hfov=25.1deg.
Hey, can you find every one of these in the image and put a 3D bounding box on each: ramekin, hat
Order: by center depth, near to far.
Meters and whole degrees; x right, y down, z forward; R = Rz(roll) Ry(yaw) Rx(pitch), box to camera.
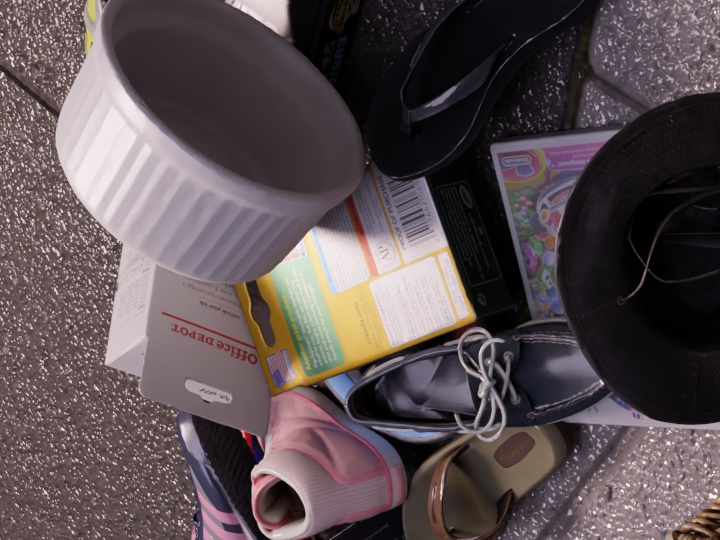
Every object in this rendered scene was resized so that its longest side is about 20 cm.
[{"bbox_3d":[0.197,-0.014,0.953,0.081,0.198,0.203,-117,17,-70],"label":"hat"},{"bbox_3d":[-0.104,-0.086,1.069,0.201,0.200,0.098,49,122,16],"label":"ramekin"}]

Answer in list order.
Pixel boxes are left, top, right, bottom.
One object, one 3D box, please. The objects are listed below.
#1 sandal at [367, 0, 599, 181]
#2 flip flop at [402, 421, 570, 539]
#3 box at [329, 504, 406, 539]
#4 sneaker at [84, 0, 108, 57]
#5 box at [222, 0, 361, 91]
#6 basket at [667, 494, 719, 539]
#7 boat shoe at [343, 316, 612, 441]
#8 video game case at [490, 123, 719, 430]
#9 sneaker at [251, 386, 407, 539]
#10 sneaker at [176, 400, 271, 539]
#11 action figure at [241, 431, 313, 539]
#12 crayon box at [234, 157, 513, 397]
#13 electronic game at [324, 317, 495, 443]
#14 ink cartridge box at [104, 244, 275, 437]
[{"bbox_3d":[0.067,-0.139,1.018,0.200,0.043,0.076,-47,64,26],"label":"sandal"},{"bbox_3d":[0.083,0.164,1.173,0.081,0.058,0.200,38,137,-1],"label":"flip flop"},{"bbox_3d":[0.018,0.302,1.255,0.201,0.147,0.104,57,138,8],"label":"box"},{"bbox_3d":[-0.161,-0.130,1.198,0.076,0.075,0.202,-39,56,58],"label":"sneaker"},{"bbox_3d":[-0.086,-0.219,1.179,0.200,0.049,0.200,40,132,26],"label":"box"},{"bbox_3d":[0.295,0.198,0.924,0.199,0.148,0.144,6,114,42],"label":"basket"},{"bbox_3d":[0.081,0.074,1.087,0.198,0.062,0.076,-6,94,29],"label":"boat shoe"},{"bbox_3d":[0.165,0.006,1.057,0.142,0.018,0.202,-2,108,45],"label":"video game case"},{"bbox_3d":[-0.057,0.151,1.267,0.200,0.104,0.076,21,125,56],"label":"sneaker"},{"bbox_3d":[-0.117,0.198,1.321,0.081,0.070,0.202,-17,106,24],"label":"sneaker"},{"bbox_3d":[-0.103,0.156,1.384,0.065,0.051,0.202,-21,92,53],"label":"action figure"},{"bbox_3d":[0.000,0.000,1.139,0.199,0.051,0.127,-23,85,39],"label":"crayon box"},{"bbox_3d":[0.021,0.034,1.199,0.199,0.041,0.202,22,123,37],"label":"electronic game"},{"bbox_3d":[-0.121,0.025,1.208,0.068,0.115,0.202,-30,47,47],"label":"ink cartridge box"}]
